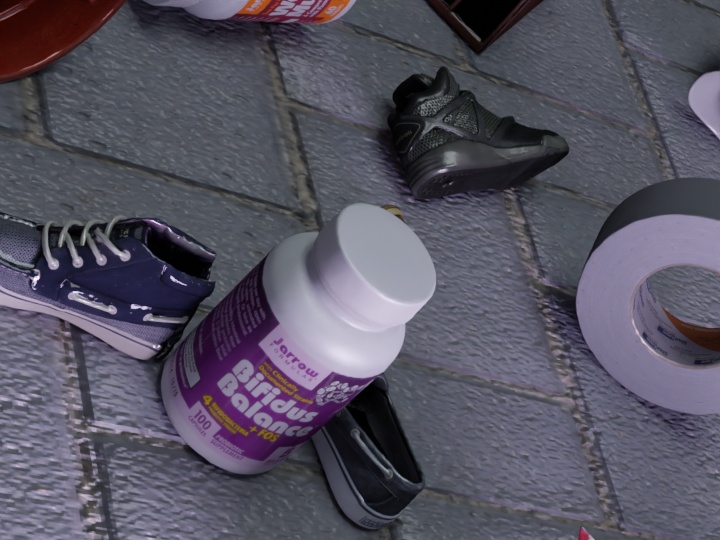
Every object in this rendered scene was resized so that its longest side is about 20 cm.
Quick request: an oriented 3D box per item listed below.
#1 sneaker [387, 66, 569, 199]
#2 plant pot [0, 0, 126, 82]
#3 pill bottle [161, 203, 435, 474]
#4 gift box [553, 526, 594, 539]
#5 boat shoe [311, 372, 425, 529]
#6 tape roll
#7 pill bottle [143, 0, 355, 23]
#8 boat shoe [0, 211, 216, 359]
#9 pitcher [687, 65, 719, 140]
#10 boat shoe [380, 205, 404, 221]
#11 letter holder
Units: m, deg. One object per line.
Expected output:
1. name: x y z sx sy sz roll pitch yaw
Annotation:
1. sneaker: 0.101 -0.128 1.818 0.199 0.076 0.114 -7 67 -42
2. plant pot: -0.280 -0.274 1.496 0.195 0.201 0.201 48 35 18
3. pill bottle: -0.040 0.045 1.401 0.112 0.200 0.112 26 40 -24
4. gift box: 0.102 0.287 1.325 0.200 0.184 0.187 51 37 -3
5. boat shoe: -0.011 0.087 1.502 0.072 0.068 0.200 3 53 -44
6. tape roll: 0.288 0.023 1.752 0.200 0.200 0.066 41 37 -6
7. pill bottle: -0.096 -0.264 1.723 0.200 0.110 0.110 -6 59 -48
8. boat shoe: -0.192 -0.014 1.399 0.200 0.093 0.075 23 41 -28
9. pitcher: 0.448 -0.185 2.206 0.200 0.121 0.172 -47 113 -44
10. boat shoe: 0.000 0.000 1.583 0.068 0.072 0.200 57 18 -1
11. letter holder: 0.162 -0.321 2.010 0.101 0.142 0.200 46 36 0
